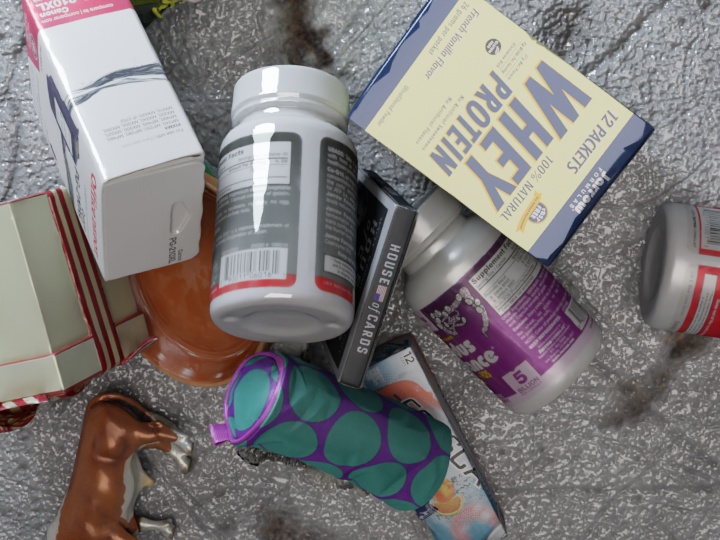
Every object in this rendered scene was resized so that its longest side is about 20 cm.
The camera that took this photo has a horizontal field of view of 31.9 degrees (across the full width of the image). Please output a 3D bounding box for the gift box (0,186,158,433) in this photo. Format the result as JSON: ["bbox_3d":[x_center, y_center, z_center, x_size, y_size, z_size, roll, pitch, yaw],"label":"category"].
[{"bbox_3d":[-0.292,0.033,1.082,0.199,0.184,0.187,-10,98,23],"label":"gift box"}]

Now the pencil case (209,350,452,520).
[{"bbox_3d":[-0.018,0.136,1.037,0.200,0.085,0.092,28,116,-32],"label":"pencil case"}]

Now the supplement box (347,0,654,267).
[{"bbox_3d":[0.110,-0.126,1.042,0.200,0.200,0.134,36,99,-3],"label":"supplement box"}]

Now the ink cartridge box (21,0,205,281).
[{"bbox_3d":[-0.201,-0.115,1.019,0.084,0.145,0.200,-18,63,-20],"label":"ink cartridge box"}]

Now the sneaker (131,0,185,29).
[{"bbox_3d":[-0.160,-0.262,1.096,0.085,0.074,0.200,34,99,-3],"label":"sneaker"}]

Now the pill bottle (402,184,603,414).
[{"bbox_3d":[0.109,0.022,1.111,0.112,0.112,0.200,-44,94,9],"label":"pill bottle"}]

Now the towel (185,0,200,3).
[{"bbox_3d":[-0.190,-0.330,1.057,0.191,0.032,0.201,14,82,21],"label":"towel"}]

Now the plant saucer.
[{"bbox_3d":[-0.150,0.005,1.121,0.200,0.032,0.201,12,112,32],"label":"plant saucer"}]

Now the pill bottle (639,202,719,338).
[{"bbox_3d":[0.353,0.008,1.097,0.199,0.112,0.113,8,100,1],"label":"pill bottle"}]

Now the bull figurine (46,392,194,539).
[{"bbox_3d":[-0.231,0.216,1.185,0.121,0.065,0.201,14,102,-3],"label":"bull figurine"}]

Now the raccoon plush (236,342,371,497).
[{"bbox_3d":[-0.030,0.134,1.111,0.134,0.200,0.097,20,63,-2],"label":"raccoon plush"}]

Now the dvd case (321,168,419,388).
[{"bbox_3d":[0.000,0.000,1.069,0.025,0.200,0.151,16,100,-11],"label":"dvd case"}]

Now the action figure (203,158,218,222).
[{"bbox_3d":[-0.117,-0.040,1.132,0.200,0.055,0.118,49,130,7],"label":"action figure"}]

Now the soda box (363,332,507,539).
[{"bbox_3d":[0.063,0.161,1.157,0.063,0.068,0.200,-27,96,7],"label":"soda box"}]

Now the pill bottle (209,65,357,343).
[{"bbox_3d":[-0.059,-0.052,1.004,0.114,0.114,0.201,1,70,3],"label":"pill bottle"}]
